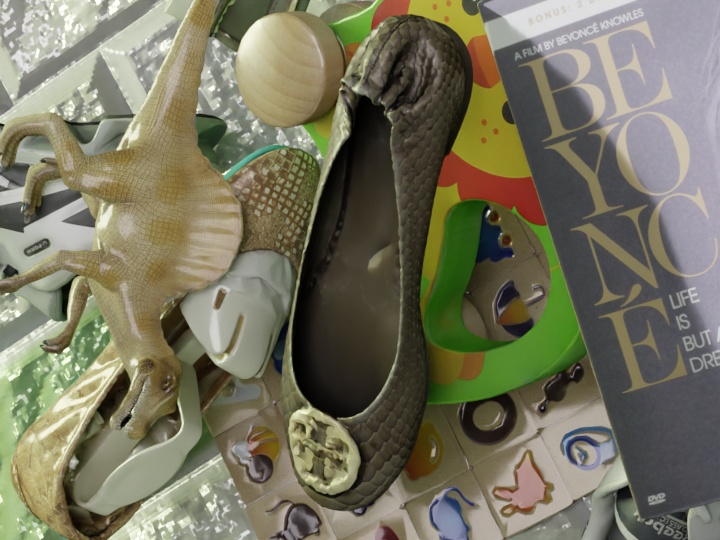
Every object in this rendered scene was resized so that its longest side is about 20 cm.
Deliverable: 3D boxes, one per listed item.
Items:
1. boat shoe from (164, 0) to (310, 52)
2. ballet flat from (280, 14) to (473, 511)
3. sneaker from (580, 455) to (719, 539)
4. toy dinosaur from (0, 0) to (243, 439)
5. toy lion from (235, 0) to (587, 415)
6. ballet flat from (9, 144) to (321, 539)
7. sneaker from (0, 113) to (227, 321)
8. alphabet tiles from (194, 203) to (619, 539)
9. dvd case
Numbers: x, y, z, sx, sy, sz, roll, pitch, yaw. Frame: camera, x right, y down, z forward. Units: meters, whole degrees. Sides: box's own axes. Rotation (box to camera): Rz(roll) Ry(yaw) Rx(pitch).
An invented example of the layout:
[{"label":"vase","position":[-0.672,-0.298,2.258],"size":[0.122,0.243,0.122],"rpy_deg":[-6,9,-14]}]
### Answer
[{"label":"boat shoe","position":[-0.011,-0.184,0.992],"size":[0.060,0.072,0.202],"rpy_deg":[31,84,-8]},{"label":"ballet flat","position":[0.000,0.000,0.885],"size":[0.067,0.046,0.201],"rpy_deg":[21,108,27]},{"label":"sneaker","position":[0.141,0.059,0.867],"size":[0.076,0.080,0.200],"rpy_deg":[38,125,23]},{"label":"toy dinosaur","position":[-0.095,-0.033,0.948],"size":[0.101,0.058,0.201],"rpy_deg":[8,87,10]},{"label":"toy lion","position":[0.052,-0.054,0.902],"size":[0.191,0.069,0.201],"rpy_deg":[-15,90,39]},{"label":"ballet flat","position":[-0.072,0.039,0.977],"size":[0.200,0.070,0.065],"rpy_deg":[-53,43,15]},{"label":"sneaker","position":[-0.158,-0.022,1.019],"size":[0.199,0.074,0.089],"rpy_deg":[-1,88,15]},{"label":"alphabet tiles","position":[0.026,0.041,0.986],"size":[0.200,0.006,0.167],"rpy_deg":[-30,76,13]},{"label":"dvd case","position":[0.140,-0.025,0.819],"size":[0.148,0.016,0.201],"rpy_deg":[-18,88,19]}]
